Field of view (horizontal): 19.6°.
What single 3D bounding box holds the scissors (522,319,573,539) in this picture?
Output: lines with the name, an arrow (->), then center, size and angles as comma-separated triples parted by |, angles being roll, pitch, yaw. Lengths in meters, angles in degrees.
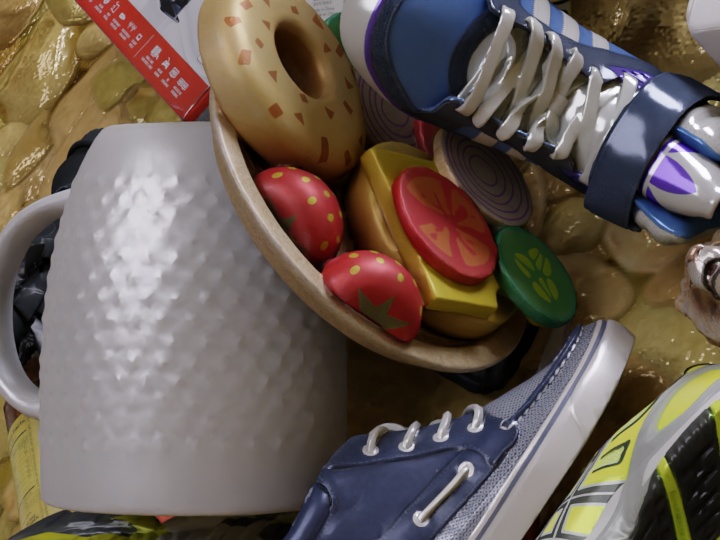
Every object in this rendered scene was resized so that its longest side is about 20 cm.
scissors -> 0.069, 0.099, 0.977 | 0.073, 0.014, 0.202 | -20, 50, 33

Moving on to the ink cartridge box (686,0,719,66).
ink cartridge box -> 0.261, -0.155, 0.926 | 0.199, 0.084, 0.147 | -4, 58, 43

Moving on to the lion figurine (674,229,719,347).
lion figurine -> 0.233, -0.025, 0.882 | 0.199, 0.073, 0.122 | -38, 31, -5

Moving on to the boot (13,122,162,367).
boot -> -0.175, -0.006, 1.175 | 0.162, 0.074, 0.198 | -45, 13, -19

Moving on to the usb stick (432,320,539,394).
usb stick -> 0.000, 0.000, 1.049 | 0.199, 0.033, 0.056 | 28, 79, 27

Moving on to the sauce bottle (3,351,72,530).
sauce bottle -> -0.165, 0.096, 1.167 | 0.066, 0.066, 0.201 | -36, 40, 18

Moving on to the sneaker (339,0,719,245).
sneaker -> 0.100, -0.073, 0.931 | 0.146, 0.199, 0.081 | 33, 97, 45

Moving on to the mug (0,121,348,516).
mug -> -0.102, 0.020, 1.003 | 0.198, 0.147, 0.177 | 0, 90, 29

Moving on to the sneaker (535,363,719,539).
sneaker -> 0.110, 0.124, 0.890 | 0.200, 0.075, 0.076 | -45, 17, 6

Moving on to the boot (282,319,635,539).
boot -> 0.038, 0.085, 0.917 | 0.201, 0.090, 0.073 | -54, -5, -20

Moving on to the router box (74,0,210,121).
router box -> -0.076, -0.190, 1.304 | 0.180, 0.049, 0.200 | -49, 39, 4

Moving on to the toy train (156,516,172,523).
toy train -> -0.051, 0.052, 1.103 | 0.199, 0.056, 0.151 | -34, 67, 6

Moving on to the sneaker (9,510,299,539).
sneaker -> -0.081, 0.166, 1.027 | 0.198, 0.085, 0.074 | 2, 20, 26

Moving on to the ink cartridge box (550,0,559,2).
ink cartridge box -> 0.073, -0.187, 0.982 | 0.198, 0.118, 0.067 | -15, 49, -25

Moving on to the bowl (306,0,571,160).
bowl -> 0.002, -0.135, 1.091 | 0.199, 0.094, 0.203 | -2, 87, 39

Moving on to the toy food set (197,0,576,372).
toy food set -> 0.012, -0.042, 0.960 | 0.049, 0.197, 0.201 | -41, 59, 31
